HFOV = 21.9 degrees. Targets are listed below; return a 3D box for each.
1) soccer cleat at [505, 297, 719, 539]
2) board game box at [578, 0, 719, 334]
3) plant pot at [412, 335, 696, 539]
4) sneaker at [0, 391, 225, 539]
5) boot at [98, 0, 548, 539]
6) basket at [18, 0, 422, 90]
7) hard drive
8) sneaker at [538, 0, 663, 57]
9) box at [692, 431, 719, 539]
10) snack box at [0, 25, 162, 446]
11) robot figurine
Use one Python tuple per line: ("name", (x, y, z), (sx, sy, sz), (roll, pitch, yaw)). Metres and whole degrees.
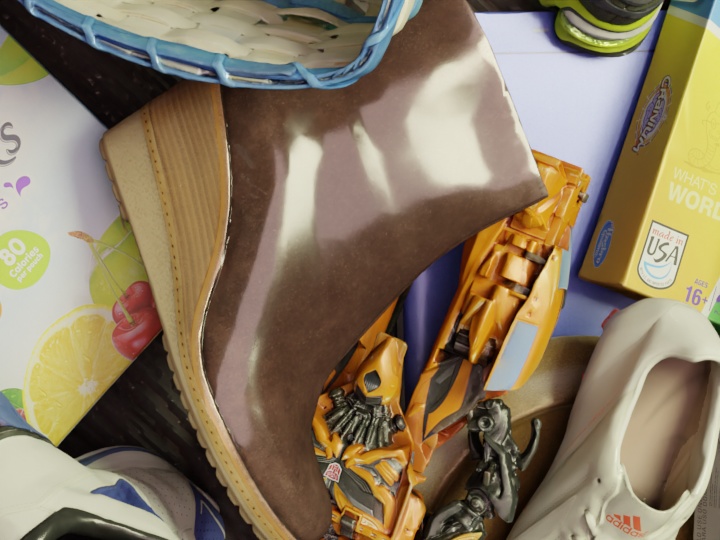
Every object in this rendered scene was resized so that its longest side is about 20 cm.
("soccer cleat", (0.106, 0.110, 0.802), (0.069, 0.078, 0.202), (14, 101, -16))
("board game box", (0.201, -0.066, 0.864), (0.152, 0.040, 0.202), (19, 87, -23))
("plant pot", (0.096, 0.131, 0.860), (0.198, 0.027, 0.202), (-3, 106, -12))
("sneaker", (-0.104, 0.122, 0.740), (0.115, 0.199, 0.081), (40, 91, 29))
("boot", (0.000, 0.000, 0.748), (0.165, 0.072, 0.202), (-20, 91, 1))
("basket", (-0.050, -0.136, 0.651), (0.175, 0.200, 0.141), (16, 99, 17))
("hard drive", (0.081, -0.018, 0.864), (0.130, 0.025, 0.202), (-2, 94, -13))
("sneaker", (0.133, -0.199, 0.828), (0.073, 0.081, 0.202), (10, 80, -14))
("box", (0.250, 0.121, 0.869), (0.198, 0.060, 0.118), (-1, 94, -29))
("snack box", (-0.183, 0.006, 0.784), (0.169, 0.068, 0.200), (44, 82, -13))
("robot figurine", (0.016, 0.033, 0.805), (0.144, 0.058, 0.202), (22, 90, 18))
